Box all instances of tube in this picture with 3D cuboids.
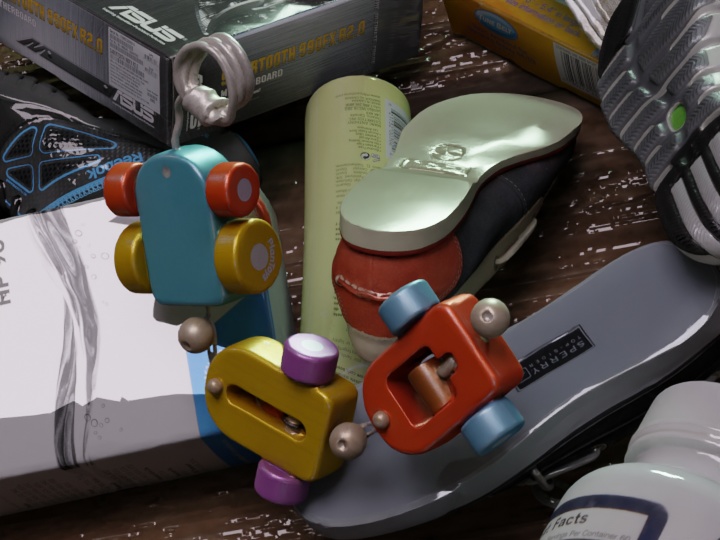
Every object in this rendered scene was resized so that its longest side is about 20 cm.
[{"bbox_3d":[0.000,0.000,1.147,0.058,0.052,0.201,-8,49,6],"label":"tube"}]

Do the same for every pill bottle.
[{"bbox_3d":[0.106,0.144,0.956,0.110,0.111,0.201,15,57,27],"label":"pill bottle"}]

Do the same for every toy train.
[{"bbox_3d":[-0.015,0.006,1.023,0.055,0.150,0.200,-19,66,-50],"label":"toy train"}]

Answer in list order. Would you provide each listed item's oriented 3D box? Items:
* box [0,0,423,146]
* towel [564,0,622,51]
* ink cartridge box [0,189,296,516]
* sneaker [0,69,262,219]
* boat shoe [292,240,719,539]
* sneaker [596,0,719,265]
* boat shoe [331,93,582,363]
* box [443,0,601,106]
[{"bbox_3d":[-0.092,-0.139,1.249,0.158,0.049,0.200,-23,40,-35],"label":"box"},{"bbox_3d":[0.143,-0.164,1.199,0.146,0.024,0.200,-31,72,-18],"label":"towel"},{"bbox_3d":[-0.130,0.037,1.121,0.199,0.068,0.117,-13,73,7],"label":"ink cartridge box"},{"bbox_3d":[-0.150,-0.041,1.214,0.199,0.073,0.082,8,55,23],"label":"sneaker"},{"bbox_3d":[0.066,0.061,1.066,0.199,0.068,0.074,-33,50,-3],"label":"boat shoe"},{"bbox_3d":[0.171,-0.051,1.098,0.075,0.115,0.201,-48,29,29],"label":"sneaker"},{"bbox_3d":[0.044,-0.026,1.127,0.071,0.063,0.200,8,26,22],"label":"boat shoe"},{"bbox_3d":[0.147,-0.170,1.255,0.119,0.042,0.200,30,67,34],"label":"box"}]
